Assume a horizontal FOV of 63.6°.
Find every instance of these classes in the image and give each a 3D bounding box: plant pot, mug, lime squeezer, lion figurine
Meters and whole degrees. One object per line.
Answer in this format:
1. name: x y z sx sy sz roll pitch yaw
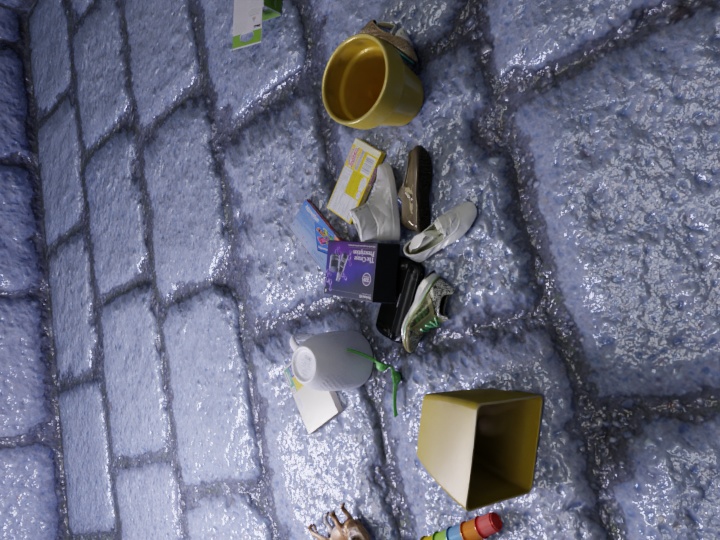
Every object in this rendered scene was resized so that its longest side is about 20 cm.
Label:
1. plant pot: 0.044 -0.419 1.348 0.200 0.188 0.202 -3 86 41
2. mug: -0.095 0.214 1.454 0.200 0.175 0.148 34 110 37
3. plant pot: 0.226 0.333 1.170 0.176 0.199 0.202 10 95 53
4. lime squeezer: 0.052 0.249 1.393 0.070 0.038 0.201 -36 91 13
5. lion figurine: -0.053 0.675 1.481 0.123 0.072 0.200 56 137 13

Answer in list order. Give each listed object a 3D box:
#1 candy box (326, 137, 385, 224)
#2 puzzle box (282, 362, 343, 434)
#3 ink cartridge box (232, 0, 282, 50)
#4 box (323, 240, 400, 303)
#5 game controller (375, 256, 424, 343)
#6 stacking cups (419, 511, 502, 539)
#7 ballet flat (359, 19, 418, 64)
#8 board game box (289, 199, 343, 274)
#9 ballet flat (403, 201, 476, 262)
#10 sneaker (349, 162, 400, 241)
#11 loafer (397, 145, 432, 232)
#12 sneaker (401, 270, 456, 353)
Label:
1. candy box: -0.013 -0.230 1.498 0.102 0.026 0.201 39 113 38
2. puzzle box: -0.132 0.324 1.582 0.133 0.025 0.201 -43 62 32
3. ink cartridge box: -0.313 -0.767 1.750 0.147 0.075 0.202 6 94 41
4. box: 0.000 0.000 1.423 0.199 0.078 0.142 6 94 52
5. game controller: 0.093 0.070 1.393 0.104 0.042 0.201 29 107 53
6. stacking cups: 0.218 0.576 1.249 0.200 0.060 0.061 -36 66 31
7. ballet flat: 0.076 -0.564 1.409 0.200 0.070 0.065 39 99 31
8. board game box: -0.118 -0.094 1.589 0.200 0.019 0.103 51 121 30
9. ballet flat: 0.174 -0.084 1.302 0.200 0.069 0.070 -39 64 33
10. sneaker: 0.028 -0.165 1.387 0.115 0.074 0.201 -4 71 -3
11. loafer: 0.121 -0.189 1.346 0.067 0.076 0.202 3 90 35
12. sneaker: 0.157 0.106 1.311 0.088 0.077 0.201 28 109 29
